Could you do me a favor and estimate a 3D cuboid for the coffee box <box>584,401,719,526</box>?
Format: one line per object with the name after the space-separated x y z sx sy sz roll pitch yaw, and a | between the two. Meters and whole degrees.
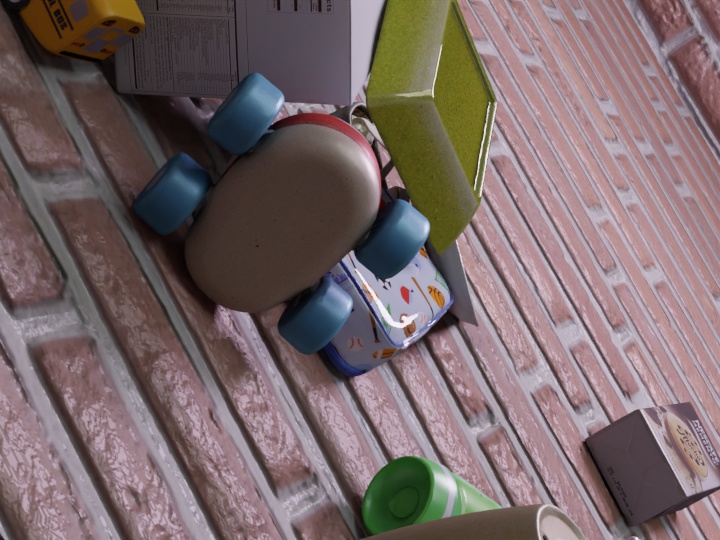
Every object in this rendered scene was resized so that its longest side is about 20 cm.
0.349 0.222 1.923 0.200 0.080 0.113 3 57 -63 | coffee box

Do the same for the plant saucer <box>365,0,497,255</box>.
0.074 -0.152 1.497 0.200 0.048 0.200 62 30 -42 | plant saucer

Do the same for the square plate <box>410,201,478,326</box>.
0.074 -0.041 1.646 0.198 0.028 0.201 -43 117 -88 | square plate

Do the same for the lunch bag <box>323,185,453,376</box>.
0.000 0.000 1.495 0.161 0.075 0.200 55 23 -1 | lunch bag

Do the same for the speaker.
0.089 0.227 1.367 0.200 0.088 0.089 39 29 -38 | speaker

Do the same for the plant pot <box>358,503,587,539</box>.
0.067 0.247 1.144 0.187 0.200 0.188 46 25 -28 | plant pot

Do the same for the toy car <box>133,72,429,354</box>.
-0.056 -0.071 1.343 0.184 0.177 0.200 40 22 -14 | toy car

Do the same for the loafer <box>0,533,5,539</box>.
-0.250 0.117 0.822 0.201 0.068 0.070 47 15 -33 | loafer

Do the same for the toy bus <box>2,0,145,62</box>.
-0.250 -0.260 1.302 0.200 0.078 0.065 63 23 13 | toy bus

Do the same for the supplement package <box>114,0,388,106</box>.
-0.087 -0.240 1.401 0.191 0.199 0.148 -64 156 -63 | supplement package

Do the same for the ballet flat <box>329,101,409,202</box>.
0.014 -0.081 1.641 0.067 0.064 0.201 22 42 -56 | ballet flat

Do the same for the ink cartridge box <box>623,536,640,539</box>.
0.156 0.320 1.231 0.045 0.200 0.177 33 32 -44 | ink cartridge box
